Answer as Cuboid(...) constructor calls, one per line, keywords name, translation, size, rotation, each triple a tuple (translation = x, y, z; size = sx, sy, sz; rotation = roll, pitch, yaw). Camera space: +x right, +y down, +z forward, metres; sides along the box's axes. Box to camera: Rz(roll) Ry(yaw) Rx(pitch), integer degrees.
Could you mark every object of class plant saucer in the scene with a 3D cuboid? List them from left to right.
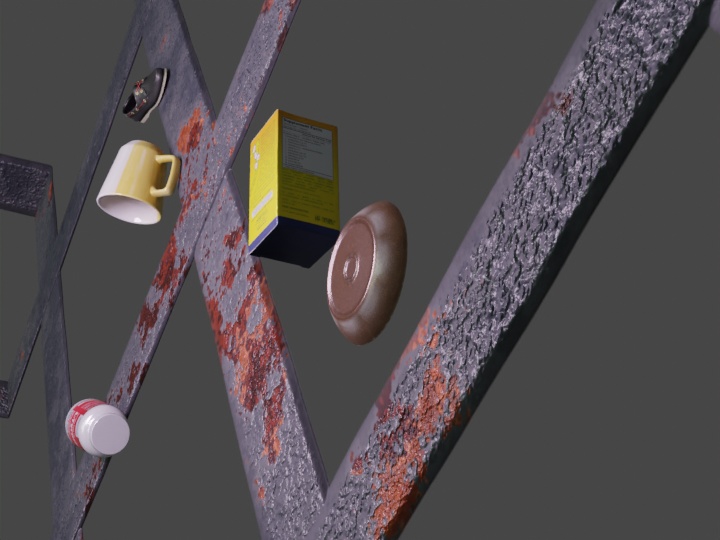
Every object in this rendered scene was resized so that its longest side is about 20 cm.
Cuboid(name="plant saucer", translation=(0.000, 0.000, 1.548), size=(0.200, 0.036, 0.204), rotation=(-38, 46, 53))

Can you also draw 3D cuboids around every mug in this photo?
Cuboid(name="mug", translation=(-0.484, -0.202, 2.528), size=(0.150, 0.183, 0.156), rotation=(82, -162, -67))

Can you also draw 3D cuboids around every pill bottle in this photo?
Cuboid(name="pill bottle", translation=(-0.568, 0.345, 2.449), size=(0.199, 0.111, 0.115), rotation=(-1, 78, 63))

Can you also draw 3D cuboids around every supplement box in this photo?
Cuboid(name="supplement box", translation=(-0.102, -0.124, 1.723), size=(0.109, 0.107, 0.203), rotation=(-39, 45, 51))

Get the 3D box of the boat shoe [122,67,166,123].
Cuboid(name="boat shoe", translation=(-0.529, -0.433, 2.761), size=(0.201, 0.062, 0.075), rotation=(-39, 43, 50))
